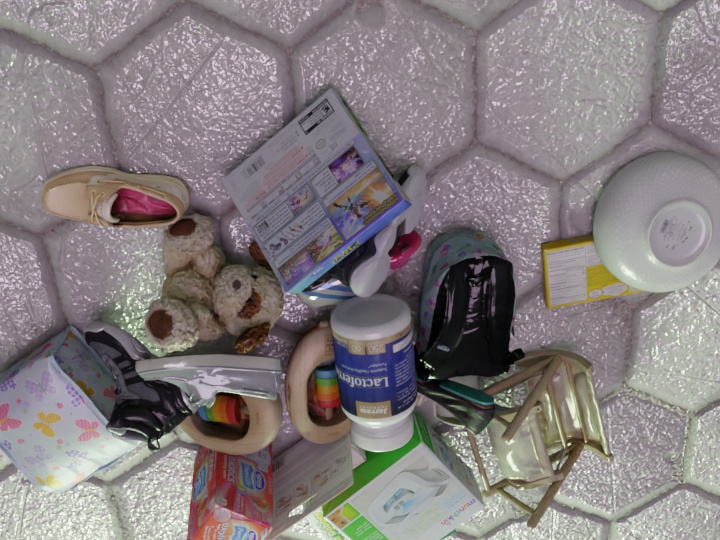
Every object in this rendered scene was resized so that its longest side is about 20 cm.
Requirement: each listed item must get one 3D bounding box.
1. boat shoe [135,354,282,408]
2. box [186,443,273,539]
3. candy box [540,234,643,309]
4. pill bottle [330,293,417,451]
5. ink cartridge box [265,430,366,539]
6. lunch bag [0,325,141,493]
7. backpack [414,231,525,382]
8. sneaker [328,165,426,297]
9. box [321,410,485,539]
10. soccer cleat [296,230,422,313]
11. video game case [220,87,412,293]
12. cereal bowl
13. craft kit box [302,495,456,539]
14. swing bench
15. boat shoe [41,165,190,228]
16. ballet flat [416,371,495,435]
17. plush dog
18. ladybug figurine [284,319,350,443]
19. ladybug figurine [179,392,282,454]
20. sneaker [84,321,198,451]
[{"bbox_3d":[-0.204,0.150,1.175,0.197,0.070,0.073,2,84,-13],"label":"boat shoe"},{"bbox_3d":[-0.196,0.336,1.329,0.102,0.201,0.095,26,112,-20],"label":"box"},{"bbox_3d":[0.370,-0.008,1.298,0.196,0.027,0.104,-10,115,0],"label":"candy box"},{"bbox_3d":[0.023,0.146,1.233,0.113,0.116,0.203,-7,114,-2],"label":"pill bottle"},{"bbox_3d":[-0.079,0.332,1.353,0.199,0.177,0.045,-37,117,15],"label":"ink cartridge box"},{"bbox_3d":[-0.439,0.215,1.284,0.168,0.127,0.201,-33,106,12],"label":"lunch bag"},{"bbox_3d":[0.149,0.049,1.252,0.164,0.127,0.203,-6,119,-16],"label":"backpack"},{"bbox_3d":[0.007,-0.069,1.186,0.112,0.202,0.076,21,161,25],"label":"sneaker"},{"bbox_3d":[0.063,0.350,1.375,0.199,0.097,0.177,-38,115,10],"label":"box"},{"bbox_3d":[0.000,0.000,1.252,0.197,0.071,0.087,-20,137,6],"label":"soccer cleat"},{"bbox_3d":[-0.060,-0.102,1.136,0.199,0.045,0.183,-36,74,15],"label":"video game case"},{"bbox_3d":[0.434,-0.060,1.223,0.196,0.083,0.204,-1,108,-4],"label":"cereal bowl"},{"bbox_3d":[0.033,0.419,1.489,0.196,0.049,0.201,-30,117,14],"label":"craft kit box"},{"bbox_3d":[0.276,0.253,1.364,0.199,0.129,0.201,-33,120,-22],"label":"swing bench"},{"bbox_3d":[-0.329,-0.093,1.158,0.196,0.070,0.075,-1,119,-5],"label":"boat shoe"},{"bbox_3d":[0.108,0.181,1.294,0.067,0.198,0.069,-9,122,-51],"label":"ballet flat"},{"bbox_3d":[-0.191,0.042,1.207,0.168,0.203,0.161,5,152,2],"label":"plush dog"},{"bbox_3d":[-0.055,0.163,1.313,0.133,0.072,0.204,-6,114,-22],"label":"ladybug figurine"},{"bbox_3d":[-0.196,0.198,1.292,0.197,0.072,0.138,7,106,26],"label":"ladybug figurine"},{"bbox_3d":[-0.331,0.163,1.216,0.199,0.114,0.076,36,153,6],"label":"sneaker"}]
